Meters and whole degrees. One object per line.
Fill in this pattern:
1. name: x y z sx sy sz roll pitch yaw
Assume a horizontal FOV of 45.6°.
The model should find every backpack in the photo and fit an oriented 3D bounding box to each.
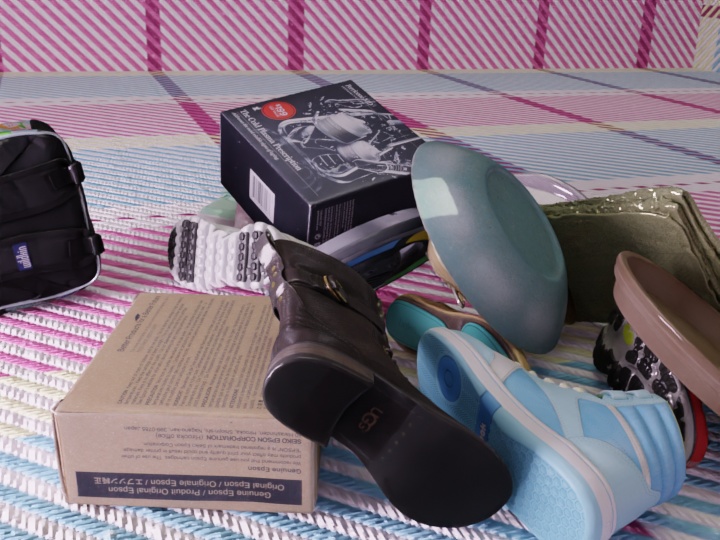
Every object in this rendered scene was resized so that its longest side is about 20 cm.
1. backpack: -0.370 -0.047 0.820 0.200 0.178 0.150 -20 25 -26

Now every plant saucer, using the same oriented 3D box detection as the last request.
1. plant saucer: 0.120 -0.030 0.701 0.039 0.201 0.201 -32 2 30
2. plant saucer: 0.262 0.062 0.639 0.200 0.029 0.200 34 21 -15

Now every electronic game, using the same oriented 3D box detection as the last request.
1. electronic game: 0.000 0.000 0.777 0.200 0.042 0.200 -26 -10 -5

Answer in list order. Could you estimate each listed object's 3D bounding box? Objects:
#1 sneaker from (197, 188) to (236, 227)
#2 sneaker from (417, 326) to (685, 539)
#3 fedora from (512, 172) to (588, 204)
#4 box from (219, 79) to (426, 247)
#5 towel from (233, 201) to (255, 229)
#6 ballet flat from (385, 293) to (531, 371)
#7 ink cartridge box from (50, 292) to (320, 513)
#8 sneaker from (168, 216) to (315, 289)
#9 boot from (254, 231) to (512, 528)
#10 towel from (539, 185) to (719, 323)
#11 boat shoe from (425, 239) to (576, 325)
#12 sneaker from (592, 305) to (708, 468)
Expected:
1. sneaker: -0.149 -0.126 1.142 0.074 0.119 0.200 14 24 25
2. sneaker: 0.134 0.100 0.592 0.130 0.080 0.200 -11 38 -28
3. fedora: 0.180 -0.048 0.936 0.177 0.090 0.200 -30 44 -29
4. box: -0.036 -0.112 0.977 0.182 0.104 0.200 -20 48 -29
5. towel: -0.055 -0.072 1.033 0.190 0.032 0.200 2 40 -5
6. ballet flat: 0.095 0.065 0.723 0.063 0.069 0.200 7 16 -32
7. ink cartridge box: -0.106 0.086 0.622 0.164 0.075 0.200 1 21 2
8. sneaker: -0.126 -0.014 0.884 0.200 0.075 0.081 9 3 43
9. boot: 0.012 0.061 0.569 0.200 0.069 0.174 39 18 -20
10. towel: 0.240 -0.009 0.780 0.200 0.149 0.036 -5 37 53
11. boat shoe: 0.119 0.016 0.765 0.063 0.073 0.200 -26 -38 35
12. sneaker: 0.246 0.086 0.673 0.085 0.077 0.200 17 24 -2
